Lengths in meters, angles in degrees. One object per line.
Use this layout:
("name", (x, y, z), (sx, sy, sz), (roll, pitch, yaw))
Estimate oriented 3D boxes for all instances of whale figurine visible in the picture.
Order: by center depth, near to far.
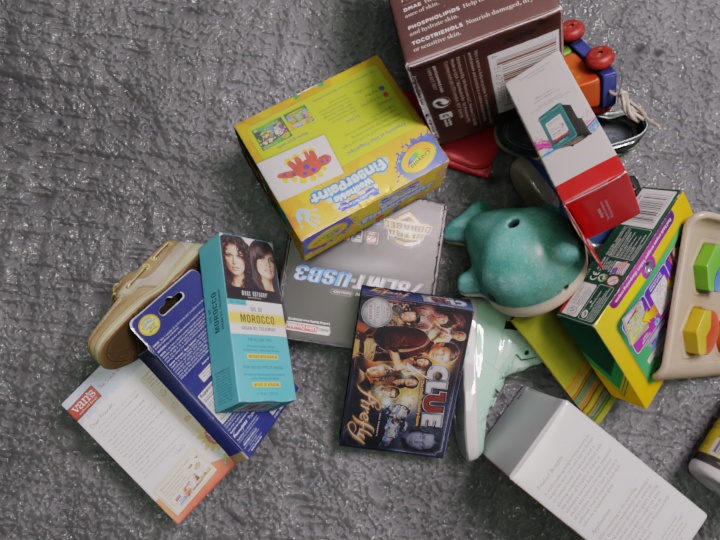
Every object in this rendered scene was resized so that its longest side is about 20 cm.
("whale figurine", (0.170, -0.036, 0.730), (0.159, 0.200, 0.104), (-38, 131, -4))

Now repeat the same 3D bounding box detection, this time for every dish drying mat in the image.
("dish drying mat", (0.089, -0.190, 0.819), (0.198, 0.018, 0.078), (19, 84, -1))

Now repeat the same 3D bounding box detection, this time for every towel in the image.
("towel", (0.264, 0.099, 0.763), (0.200, 0.018, 0.086), (49, 69, -20))

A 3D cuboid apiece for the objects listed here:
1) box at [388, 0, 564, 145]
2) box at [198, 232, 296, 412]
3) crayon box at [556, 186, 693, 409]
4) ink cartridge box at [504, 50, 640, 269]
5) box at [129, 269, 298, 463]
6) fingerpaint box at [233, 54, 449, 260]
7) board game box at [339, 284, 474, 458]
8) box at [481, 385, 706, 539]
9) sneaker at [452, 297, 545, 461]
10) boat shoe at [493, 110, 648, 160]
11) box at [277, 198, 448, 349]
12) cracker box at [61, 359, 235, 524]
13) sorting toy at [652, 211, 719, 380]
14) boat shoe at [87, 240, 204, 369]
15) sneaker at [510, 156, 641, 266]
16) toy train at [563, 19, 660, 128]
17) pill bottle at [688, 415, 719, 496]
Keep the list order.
("box", (0.127, -0.290, 0.712), (0.162, 0.166, 0.202), (-17, 66, 13))
("box", (-0.134, 0.061, 0.724), (0.082, 0.049, 0.202), (10, 60, -45))
("crayon box", (0.343, 0.034, 0.744), (0.201, 0.058, 0.173), (-51, 123, -14))
("ink cartridge box", (0.232, -0.113, 0.651), (0.067, 0.116, 0.202), (-28, 63, 22))
("box", (-0.170, 0.107, 0.720), (0.032, 0.121, 0.201), (-28, 105, 38))
("fingerpaint box", (-0.023, -0.136, 0.742), (0.199, 0.073, 0.168), (-30, 76, -11))
("board game box", (0.052, 0.125, 0.748), (0.134, 0.035, 0.202), (7, 107, -2))
("box", (0.261, 0.246, 0.727), (0.199, 0.152, 0.107), (38, 85, 1))
("sneaker", (0.178, 0.138, 0.771), (0.117, 0.074, 0.203), (4, 86, -6))
("boat shoe", (0.276, -0.186, 0.806), (0.197, 0.062, 0.074), (1, 85, -5))
("box", (0.000, 0.000, 0.786), (0.197, 0.050, 0.201), (10, 84, -2))
("cracker box", (-0.238, 0.181, 0.752), (0.134, 0.058, 0.200), (-45, 90, -7))
("sorting toy", (0.433, 0.038, 0.747), (0.184, 0.036, 0.203), (5, 99, -37))
("boat shoe", (-0.253, 0.034, 0.724), (0.066, 0.075, 0.200), (18, 40, 15))
("sneaker", (0.291, -0.095, 0.792), (0.200, 0.077, 0.111), (45, 90, -3))
("toy train", (0.259, -0.214, 0.761), (0.115, 0.085, 0.201), (-24, 50, 3))
("pill bottle", (0.513, 0.198, 0.764), (0.114, 0.114, 0.201), (37, 85, 0))
